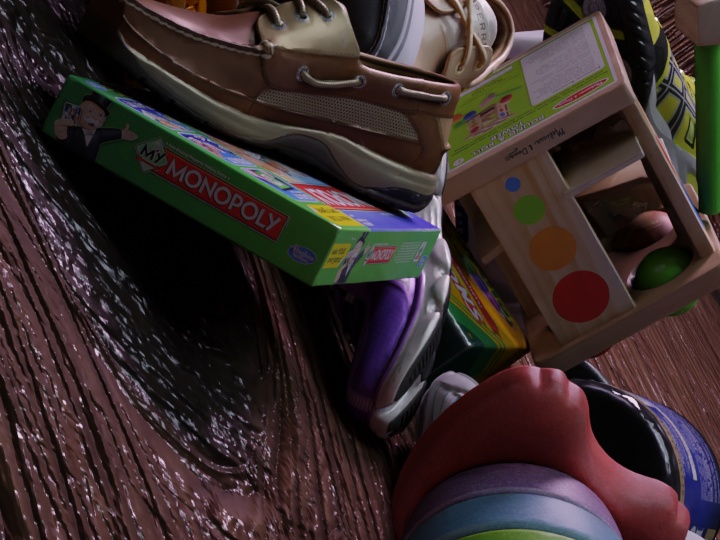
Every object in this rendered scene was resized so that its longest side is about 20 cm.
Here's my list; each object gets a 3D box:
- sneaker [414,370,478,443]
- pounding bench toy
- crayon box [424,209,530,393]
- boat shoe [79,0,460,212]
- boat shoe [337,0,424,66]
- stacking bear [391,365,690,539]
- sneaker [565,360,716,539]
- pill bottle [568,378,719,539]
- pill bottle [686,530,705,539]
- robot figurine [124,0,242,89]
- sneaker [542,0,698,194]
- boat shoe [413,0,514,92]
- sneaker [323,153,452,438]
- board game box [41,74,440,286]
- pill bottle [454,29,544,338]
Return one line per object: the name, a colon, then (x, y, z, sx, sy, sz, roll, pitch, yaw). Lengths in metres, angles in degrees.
sneaker: (0.049, 0.100, 1.118, 0.070, 0.080, 0.200, 47, -6, -9)
pounding bench toy: (0.159, -0.055, 1.372, 0.157, 0.199, 0.124, 57, 11, -22)
crayon box: (0.033, 0.005, 1.345, 0.127, 0.051, 0.200, 57, 11, 10)
boat shoe: (-0.035, -0.092, 1.063, 0.199, 0.074, 0.076, 22, 8, -40)
boat shoe: (-0.009, -0.183, 1.167, 0.066, 0.069, 0.202, 52, 35, -62)
stacking bear: (0.063, 0.155, 0.911, 0.121, 0.113, 0.201, 46, 25, -26)
sneaker: (0.164, 0.136, 1.482, 0.202, 0.067, 0.108, 58, 10, -5)
pill bottle: (0.137, 0.122, 1.290, 0.112, 0.112, 0.200, 59, 12, 17)
pill bottle: (0.134, 0.191, 1.084, 0.113, 0.113, 0.201, 47, 14, -36)
robot figurine: (-0.076, -0.193, 1.116, 0.145, 0.058, 0.201, -47, 144, -52)
sneaker: (0.168, -0.114, 1.467, 0.076, 0.075, 0.201, -46, 132, -40)
boat shoe: (0.040, -0.129, 1.266, 0.200, 0.069, 0.074, -35, 113, -73)
sneaker: (0.000, 0.000, 1.189, 0.081, 0.083, 0.201, 103, -10, -45)
board game box: (-0.046, -0.038, 1.052, 0.134, 0.029, 0.200, 28, 7, 11)
pill bottle: (0.115, -0.054, 1.537, 0.111, 0.110, 0.202, -40, 127, -79)
